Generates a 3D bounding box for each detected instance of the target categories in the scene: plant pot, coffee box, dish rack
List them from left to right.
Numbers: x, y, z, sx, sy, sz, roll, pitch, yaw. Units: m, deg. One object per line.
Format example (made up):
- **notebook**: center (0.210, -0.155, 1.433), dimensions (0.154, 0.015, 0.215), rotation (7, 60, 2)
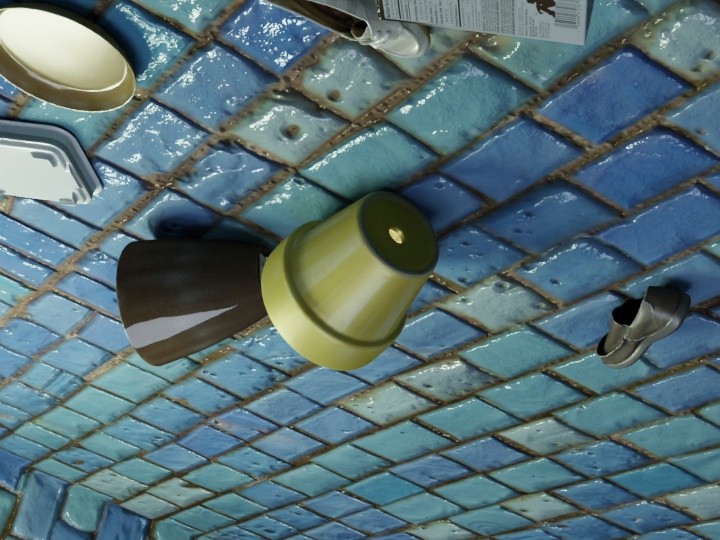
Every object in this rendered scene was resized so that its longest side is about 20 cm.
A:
- **dish rack**: center (-0.473, -0.146, 1.950), dimensions (0.199, 0.044, 0.172), rotation (7, 151, 13)
- **plant pot**: center (-0.364, -0.261, 1.693), dimensions (0.199, 0.028, 0.200), rotation (11, 152, 6)
- **plant pot**: center (-0.222, 0.029, 2.031), dimensions (0.199, 0.188, 0.187), rotation (-12, 145, 18)
- **plant pot**: center (0.000, 0.000, 1.838), dimensions (0.200, 0.202, 0.189), rotation (27, 135, -22)
- **coffee box**: center (0.120, -0.287, 1.300), dimensions (0.199, 0.114, 0.080), rotation (10, 153, 12)

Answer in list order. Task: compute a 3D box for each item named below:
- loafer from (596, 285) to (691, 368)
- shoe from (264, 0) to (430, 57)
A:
- **loafer**: center (0.370, 0.067, 1.901), dimensions (0.071, 0.073, 0.200), rotation (30, 146, -6)
- **shoe**: center (-0.017, -0.267, 1.471), dimensions (0.199, 0.054, 0.070), rotation (25, 152, -18)
